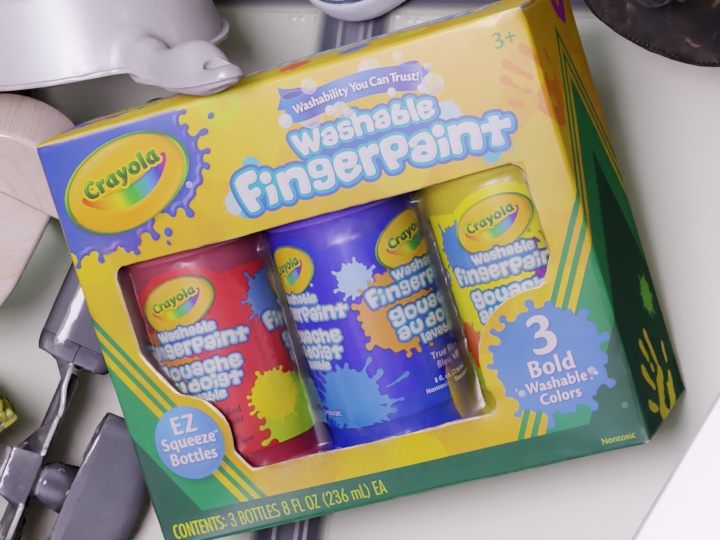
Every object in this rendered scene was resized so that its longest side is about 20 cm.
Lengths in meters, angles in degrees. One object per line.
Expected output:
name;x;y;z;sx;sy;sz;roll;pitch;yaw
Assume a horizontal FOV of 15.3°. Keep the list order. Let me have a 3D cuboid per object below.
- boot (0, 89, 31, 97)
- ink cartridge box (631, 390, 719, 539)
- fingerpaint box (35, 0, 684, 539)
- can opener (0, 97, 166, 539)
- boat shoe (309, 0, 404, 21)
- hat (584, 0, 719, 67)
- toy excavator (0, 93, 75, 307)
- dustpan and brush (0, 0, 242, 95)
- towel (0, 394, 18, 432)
boot;-0.164;-0.110;1.146;0.075;0.074;0.200;-30;67;4
ink cartridge box;0.174;0.104;0.879;0.125;0.200;0.129;30;92;26
fingerpaint box;0.000;0.000;1.013;0.200;0.073;0.167;-14;99;20
can opener;-0.097;0.030;1.104;0.067;0.053;0.200;24;88;-7
boat shoe;0.022;-0.199;1.068;0.071;0.091;0.200;32;93;25
hat;0.139;-0.123;0.999;0.201;0.201;0.081;19;127;25
toy excavator;-0.209;0.016;1.103;0.200;0.100;0.195;2;120;3
dustpan and brush;-0.096;-0.089;1.039;0.200;0.140;0.057;-4;101;63
towel;-0.220;0.117;1.097;0.200;0.086;0.018;-45;104;-5
